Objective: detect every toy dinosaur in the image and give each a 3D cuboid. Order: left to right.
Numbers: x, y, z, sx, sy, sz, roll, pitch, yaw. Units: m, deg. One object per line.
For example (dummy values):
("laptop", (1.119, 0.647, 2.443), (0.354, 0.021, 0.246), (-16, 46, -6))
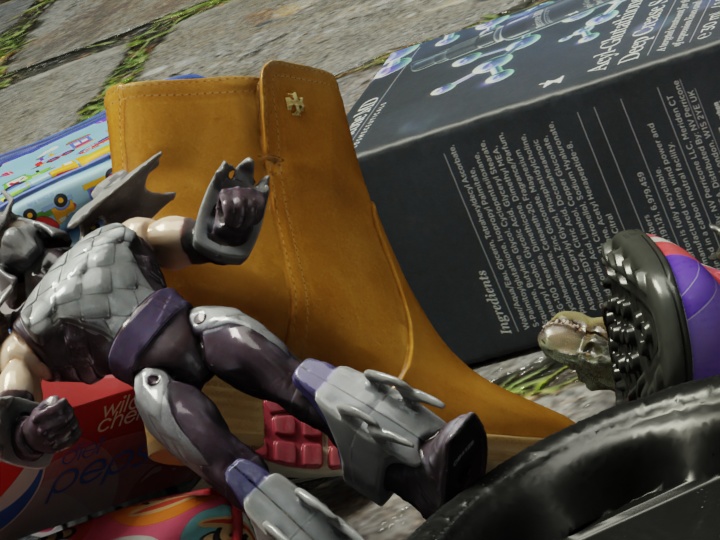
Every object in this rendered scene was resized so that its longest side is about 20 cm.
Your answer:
("toy dinosaur", (0.169, -0.001, 1.153), (0.199, 0.048, 0.088), (-18, 32, 18))

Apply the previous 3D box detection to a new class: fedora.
("fedora", (0.093, 0.105, 0.843), (0.199, 0.092, 0.201), (-22, 13, 6))

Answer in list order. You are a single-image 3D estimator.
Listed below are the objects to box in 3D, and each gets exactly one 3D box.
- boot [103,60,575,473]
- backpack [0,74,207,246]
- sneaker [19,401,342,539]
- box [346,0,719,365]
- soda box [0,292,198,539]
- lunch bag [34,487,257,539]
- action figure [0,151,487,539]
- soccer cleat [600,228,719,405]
("boot", (-0.001, 0.000, 1.079), (0.200, 0.145, 0.071), (7, -18, -36))
("backpack", (-0.108, -0.007, 1.390), (0.182, 0.135, 0.200), (-24, 14, -4))
("sneaker", (-0.058, 0.060, 1.193), (0.199, 0.081, 0.075), (-13, -18, -19))
("box", (0.100, -0.051, 1.287), (0.199, 0.108, 0.149), (-17, 18, 23))
("soda box", (-0.127, 0.050, 1.047), (0.070, 0.064, 0.199), (41, 33, 25))
("lunch bag", (-0.113, 0.157, 0.979), (0.199, 0.082, 0.176), (-22, 17, 4))
("action figure", (-0.054, 0.030, 0.958), (0.199, 0.069, 0.130), (34, 78, 22))
("soccer cleat", (0.121, 0.022, 1.020), (0.073, 0.069, 0.200), (-8, -9, 3))
